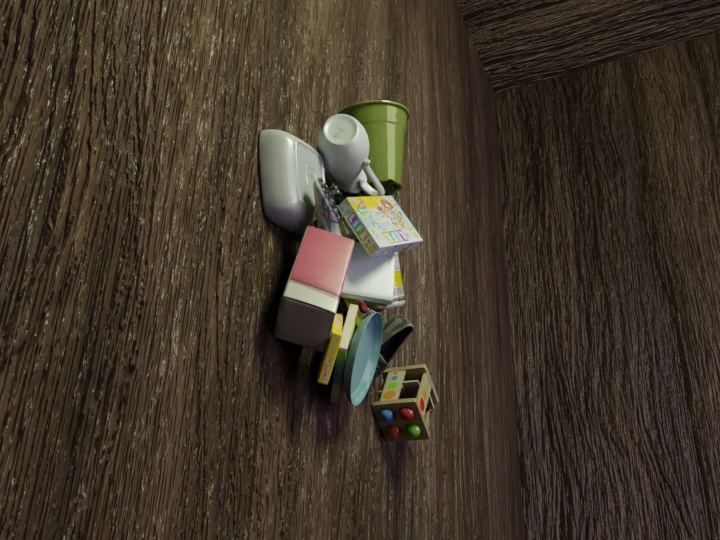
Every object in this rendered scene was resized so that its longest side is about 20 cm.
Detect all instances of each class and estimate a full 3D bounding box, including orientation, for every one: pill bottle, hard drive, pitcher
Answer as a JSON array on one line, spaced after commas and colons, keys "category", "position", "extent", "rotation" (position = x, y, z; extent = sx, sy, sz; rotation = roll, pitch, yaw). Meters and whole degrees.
[{"category": "pill bottle", "position": [0.049, -0.002, 1.756], "extent": [0.109, 0.107, 0.206], "rotation": [-5, 85, -67]}, {"category": "hard drive", "position": [-0.022, -0.003, 1.507], "extent": [0.027, 0.194, 0.135], "rotation": [115, -18, -59]}, {"category": "pitcher", "position": [-0.017, -0.250, 1.562], "extent": [0.122, 0.169, 0.201], "rotation": [-54, 163, -19]}]

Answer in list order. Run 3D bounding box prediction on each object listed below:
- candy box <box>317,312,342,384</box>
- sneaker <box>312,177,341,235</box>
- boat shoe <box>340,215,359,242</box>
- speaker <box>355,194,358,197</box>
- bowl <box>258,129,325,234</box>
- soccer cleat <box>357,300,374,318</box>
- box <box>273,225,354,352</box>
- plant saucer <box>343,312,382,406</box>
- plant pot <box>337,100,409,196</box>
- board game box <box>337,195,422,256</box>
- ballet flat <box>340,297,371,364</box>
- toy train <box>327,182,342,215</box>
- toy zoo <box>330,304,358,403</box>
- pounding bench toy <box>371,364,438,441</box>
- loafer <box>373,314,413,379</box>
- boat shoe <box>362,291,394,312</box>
[{"category": "candy box", "position": [-0.060, 0.155, 1.402], "extent": [0.200, 0.026, 0.105], "rotation": [-95, -160, -82]}, {"category": "sneaker", "position": [-0.074, -0.094, 1.424], "extent": [0.072, 0.070, 0.204], "rotation": [-105, -178, -59]}, {"category": "boat shoe", "position": [-0.022, -0.075, 1.687], "extent": [0.068, 0.070, 0.205], "rotation": [108, -24, -64]}, {"category": "speaker", "position": [0.054, -0.142, 1.854], "extent": [0.090, 0.086, 0.203], "rotation": [-72, 145, -47]}, {"category": "bowl", "position": [-0.133, -0.190, 1.450], "extent": [0.199, 0.073, 0.206], "rotation": [20, 64, -66]}, {"category": "soccer cleat", "position": [0.027, 0.146, 1.698], "extent": [0.203, 0.067, 0.086], "rotation": [62, 19, -24]}, {"category": "box", "position": [-0.089, 0.035, 1.356], "extent": [0.129, 0.106, 0.203], "rotation": [109, -3, -46]}, {"category": "plant saucer", "position": [0.004, 0.188, 1.474], "extent": [0.200, 0.027, 0.206], "rotation": [14, 89, -74]}, {"category": "plant pot", "position": [0.038, -0.293, 1.721], "extent": [0.199, 0.195, 0.196], "rotation": [21, 60, -63]}, {"category": "board game box", "position": [0.048, -0.103, 1.534], "extent": [0.136, 0.034, 0.198], "rotation": [56, 30, 14]}, {"category": "ballet flat", "position": [0.002, 0.115, 1.592], "extent": [0.067, 0.065, 0.204], "rotation": [86, -17, -78]}, {"category": "toy train", "position": [-0.064, -0.138, 1.538], "extent": [0.201, 0.033, 0.047], "rotation": [100, -27, -67]}, {"category": "toy zoo", "position": [-0.037, 0.192, 1.485], "extent": [0.133, 0.020, 0.204], "rotation": [-74, 175, -50]}, {"category": "pounding bench toy", "position": [0.128, 0.379, 1.776], "extent": [0.157, 0.121, 0.204], "rotation": [-65, 139, -53]}, {"category": "loafer", "position": [0.052, 0.193, 1.625], "extent": [0.072, 0.062, 0.202], "rotation": [43, 78, -31]}, {"category": "boat shoe", "position": [0.000, 0.000, 1.571], "extent": [0.199, 0.076, 0.072], "rotation": [42, 38, 3]}]
